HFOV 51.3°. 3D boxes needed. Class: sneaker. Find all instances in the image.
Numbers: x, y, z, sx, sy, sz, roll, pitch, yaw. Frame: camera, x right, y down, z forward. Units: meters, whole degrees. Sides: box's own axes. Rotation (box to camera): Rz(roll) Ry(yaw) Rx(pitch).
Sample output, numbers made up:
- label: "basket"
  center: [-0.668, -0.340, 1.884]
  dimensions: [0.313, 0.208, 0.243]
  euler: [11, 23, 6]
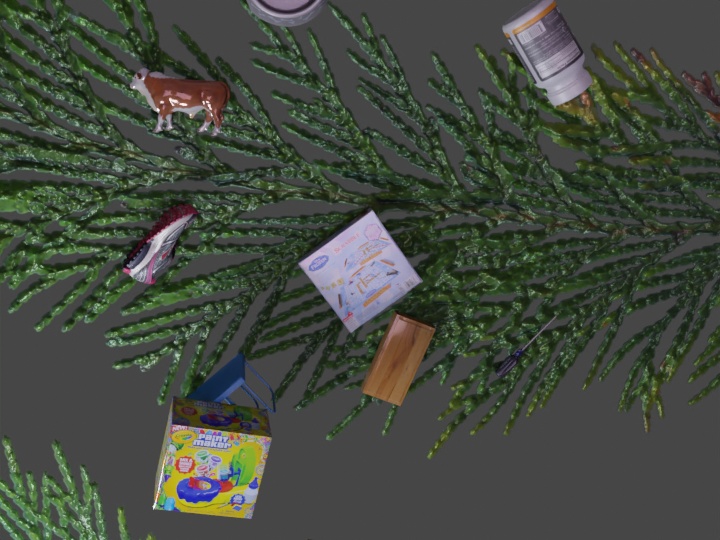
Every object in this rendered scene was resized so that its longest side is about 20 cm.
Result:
- label: "sneaker"
  center: [-0.410, -0.059, 1.569]
  dimensions: [0.200, 0.081, 0.075]
  euler: [-44, 120, 12]

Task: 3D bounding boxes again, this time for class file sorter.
- label: "file sorter"
  center: [-0.296, 0.307, 1.640]
  dimensions: [0.200, 0.139, 0.123]
  euler: [-40, 109, 4]

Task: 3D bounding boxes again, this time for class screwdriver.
- label: "screwdriver"
  center: [0.389, 0.174, 1.754]
  dimensions: [0.028, 0.029, 0.200]
  euler: [41, 92, -14]

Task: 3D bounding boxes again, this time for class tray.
- label: "tray"
  center: [0.086, 0.202, 1.714]
  dimensions: [0.098, 0.037, 0.201]
  euler: [21, 99, -12]

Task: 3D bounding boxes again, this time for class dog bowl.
- label: "dog bowl"
  center: [-0.148, -0.587, 1.476]
  dimensions: [0.199, 0.059, 0.201]
  euler: [-2, 104, -8]

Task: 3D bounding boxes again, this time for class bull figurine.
- label: "bull figurine"
  center: [-0.365, -0.339, 1.507]
  dimensions: [0.199, 0.065, 0.122]
  euler: [3, 107, -6]

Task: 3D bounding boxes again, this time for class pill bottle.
- label: "pill bottle"
  center: [0.390, -0.452, 1.549]
  dimensions: [0.116, 0.116, 0.200]
  euler: [-35, 106, 2]

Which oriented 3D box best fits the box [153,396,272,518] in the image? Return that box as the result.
- label: "box"
  center: [-0.302, 0.380, 1.527]
  dimensions: [0.199, 0.122, 0.193]
  euler: [11, 105, -15]

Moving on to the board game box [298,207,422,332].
- label: "board game box"
  center: [0.000, 0.000, 1.649]
  dimensions: [0.200, 0.041, 0.200]
  euler: [-35, 106, 2]
